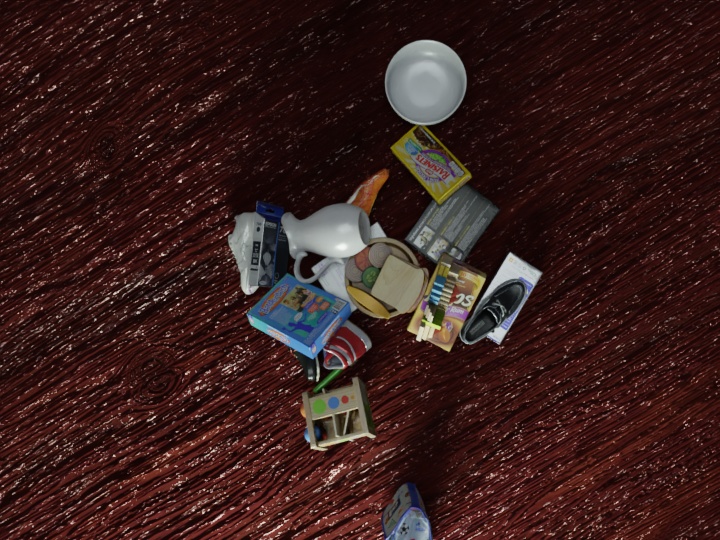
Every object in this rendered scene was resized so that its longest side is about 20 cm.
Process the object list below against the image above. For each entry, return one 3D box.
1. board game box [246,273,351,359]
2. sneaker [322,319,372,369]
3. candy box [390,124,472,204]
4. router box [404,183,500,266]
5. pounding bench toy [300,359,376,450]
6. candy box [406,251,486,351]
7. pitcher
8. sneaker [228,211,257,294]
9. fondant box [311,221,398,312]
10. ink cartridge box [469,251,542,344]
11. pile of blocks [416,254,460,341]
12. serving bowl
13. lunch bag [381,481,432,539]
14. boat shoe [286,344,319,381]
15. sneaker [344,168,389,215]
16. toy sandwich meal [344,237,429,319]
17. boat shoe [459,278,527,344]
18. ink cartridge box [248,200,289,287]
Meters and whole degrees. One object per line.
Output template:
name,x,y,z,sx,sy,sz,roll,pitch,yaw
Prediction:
board game box,-0.142,0.101,1.351,0.197,0.046,0.152,23,53,30
sneaker,-0.080,0.154,1.368,0.198,0.072,0.112,30,52,29
candy box,0.167,-0.260,1.394,0.102,0.026,0.201,-40,64,5
router box,0.221,-0.110,1.403,0.148,0.051,0.202,37,93,5
pounding bench toy,-0.064,0.306,1.375,0.152,0.124,0.204,-15,69,5
candy box,0.202,0.073,1.369,0.115,0.056,0.203,25,108,6
pitcher,-0.077,-0.063,1.354,0.196,0.121,0.176,-6,95,22
sneaker,-0.282,-0.044,1.445,0.097,0.075,0.205,3,89,24
fondant box,0.000,0.000,1.416,0.198,0.058,0.146,-34,86,4
ink cartridge box,0.345,0.066,1.397,0.094,0.037,0.202,31,88,4
pile of blocks,0.183,0.071,1.300,0.061,0.082,0.204,18,107,9
serving bowl,0.157,-0.447,1.413,0.195,0.066,0.206,0,86,5
lunch bag,0.108,0.611,1.332,0.121,0.170,0.205,5,90,0
boat shoe,-0.146,0.178,1.375,0.062,0.074,0.204,-7,51,-25
sneaker,0.006,-0.165,1.423,0.077,0.073,0.200,41,100,-6
toy sandwich meal,0.055,0.020,1.345,0.200,0.070,0.211,0,88,6
boat shoe,0.311,0.096,1.348,0.199,0.068,0.072,-40,85,2
ink cartridge box,-0.218,-0.061,1.415,0.039,0.099,0.205,3,88,37
